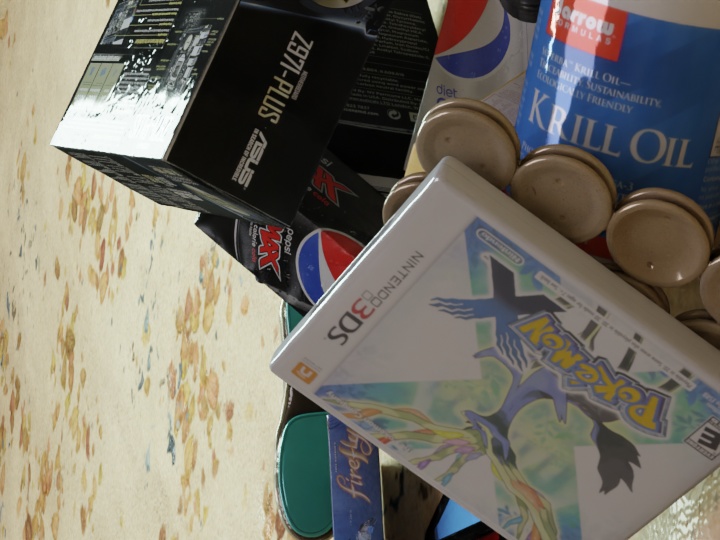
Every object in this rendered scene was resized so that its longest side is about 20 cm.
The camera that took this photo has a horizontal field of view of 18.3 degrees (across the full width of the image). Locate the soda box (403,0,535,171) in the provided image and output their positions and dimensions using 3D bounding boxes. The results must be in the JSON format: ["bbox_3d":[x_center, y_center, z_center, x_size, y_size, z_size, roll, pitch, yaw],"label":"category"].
[{"bbox_3d":[0.088,-0.140,1.277,0.063,0.068,0.202,27,118,24],"label":"soda box"}]

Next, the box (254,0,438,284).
[{"bbox_3d":[-0.016,-0.104,1.487,0.201,0.103,0.149,-102,27,-44],"label":"box"}]

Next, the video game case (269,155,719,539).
[{"bbox_3d":[0.075,0.055,1.101,0.182,0.199,0.022,-48,10,46],"label":"video game case"}]

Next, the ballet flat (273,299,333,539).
[{"bbox_3d":[-0.029,0.102,1.647,0.069,0.069,0.202,153,121,-69],"label":"ballet flat"}]

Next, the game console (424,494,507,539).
[{"bbox_3d":[0.039,0.170,1.339,0.119,0.171,0.201,49,139,28],"label":"game console"}]

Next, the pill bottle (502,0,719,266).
[{"bbox_3d":[0.138,-0.106,1.095,0.112,0.111,0.202,-128,45,-64],"label":"pill bottle"}]

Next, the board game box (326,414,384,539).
[{"bbox_3d":[0.000,0.209,1.497,0.136,0.034,0.202,88,179,-69],"label":"board game box"}]

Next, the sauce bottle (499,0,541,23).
[{"bbox_3d":[0.085,-0.197,1.111,0.200,0.064,0.065,84,180,-61],"label":"sauce bottle"}]

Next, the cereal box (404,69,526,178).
[{"bbox_3d":[0.070,-0.029,1.210,0.200,0.039,0.145,-37,-33,-55],"label":"cereal box"}]

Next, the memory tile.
[{"bbox_3d":[0.102,0.006,1.075,0.017,0.199,0.154,-60,-4,-45],"label":"memory tile"}]

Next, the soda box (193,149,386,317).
[{"bbox_3d":[0.000,0.000,1.346,0.071,0.200,0.064,-38,-16,-50],"label":"soda box"}]

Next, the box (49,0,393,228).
[{"bbox_3d":[-0.078,-0.121,1.272,0.200,0.086,0.165,10,74,64],"label":"box"}]
